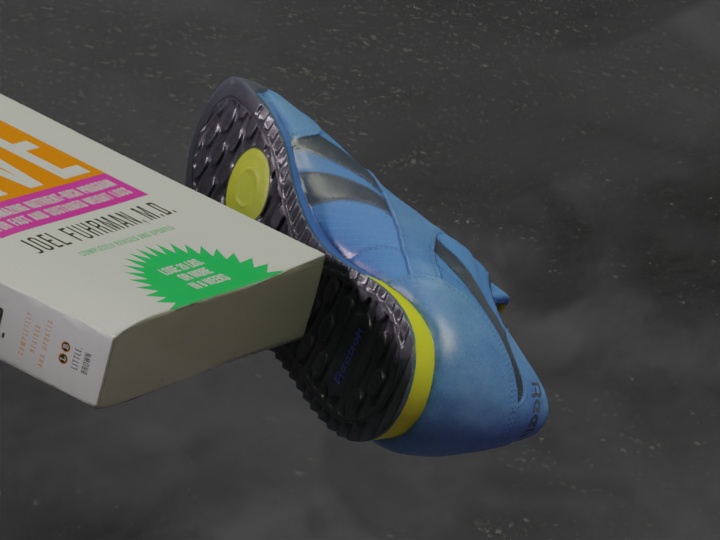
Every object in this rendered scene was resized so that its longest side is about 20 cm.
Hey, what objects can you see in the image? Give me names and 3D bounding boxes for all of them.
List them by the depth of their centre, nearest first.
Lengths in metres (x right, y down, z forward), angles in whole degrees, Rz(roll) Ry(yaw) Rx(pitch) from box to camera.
[{"bbox_3d":[-0.130,-0.016,0.866,0.199,0.048,0.133,24,20,22],"label":"book"},{"bbox_3d":[0.000,0.000,0.934,0.078,0.066,0.200,9,28,-36],"label":"sneaker"}]
